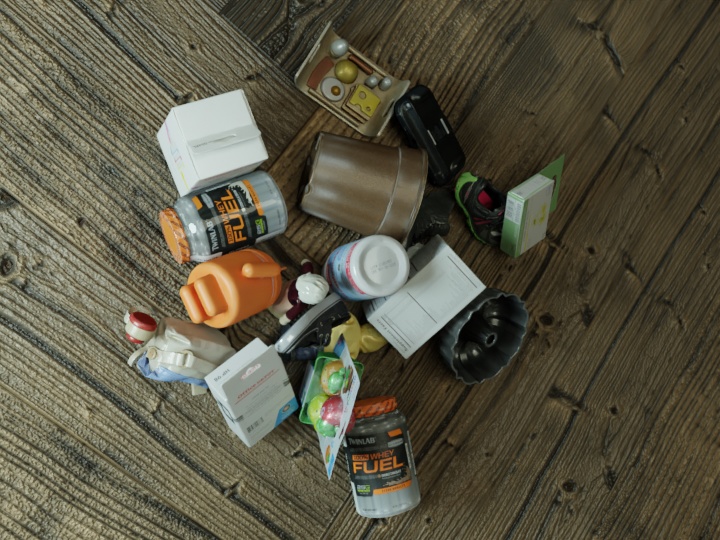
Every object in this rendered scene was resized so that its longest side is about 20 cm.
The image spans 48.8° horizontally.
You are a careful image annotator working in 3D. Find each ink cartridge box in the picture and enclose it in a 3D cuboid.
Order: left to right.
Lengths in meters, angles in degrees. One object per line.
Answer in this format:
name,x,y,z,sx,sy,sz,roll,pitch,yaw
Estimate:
ink cartridge box,-0.252,-0.216,1.348,0.128,0.200,0.125,-22,93,-23
ink cartridge box,-0.185,0.197,1.343,0.116,0.067,0.200,-37,143,-21
ink cartridge box,0.367,-0.132,1.615,0.200,0.048,0.146,-32,139,-32

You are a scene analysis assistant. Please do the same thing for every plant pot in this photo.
plant pot,-0.004,-0.158,1.458,0.198,0.200,0.201,16,79,-13

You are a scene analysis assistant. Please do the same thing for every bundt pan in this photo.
bundt pan,0.230,0.118,1.546,0.202,0.076,0.202,-19,125,-30

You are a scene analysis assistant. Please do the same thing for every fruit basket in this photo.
fruit basket,-0.050,0.225,1.357,0.094,0.200,0.185,14,107,-10

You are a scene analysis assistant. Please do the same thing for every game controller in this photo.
game controller,0.142,-0.270,1.589,0.104,0.042,0.200,-47,116,-34

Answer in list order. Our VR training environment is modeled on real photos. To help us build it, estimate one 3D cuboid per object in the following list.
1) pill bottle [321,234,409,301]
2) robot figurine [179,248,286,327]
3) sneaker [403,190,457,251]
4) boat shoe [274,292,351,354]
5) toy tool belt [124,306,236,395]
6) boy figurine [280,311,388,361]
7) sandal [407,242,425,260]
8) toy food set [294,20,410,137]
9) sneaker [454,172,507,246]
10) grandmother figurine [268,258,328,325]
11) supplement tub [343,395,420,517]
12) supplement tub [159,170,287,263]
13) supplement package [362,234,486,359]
pill bottle,0.000,0.000,1.429,0.109,0.200,0.109,3,83,-22
robot figurine,-0.212,0.028,1.353,0.117,0.144,0.200,32,29,21
sneaker,0.130,-0.091,1.543,0.104,0.060,0.200,23,48,-7
boat shoe,-0.075,0.103,1.365,0.066,0.070,0.200,47,29,3
toy tool belt,-0.317,0.148,1.324,0.200,0.125,0.123,19,106,-41
boy figurine,-0.045,0.122,1.472,0.200,0.064,0.125,-4,90,-24
sandal,0.151,0.006,1.575,0.203,0.050,0.083,37,56,-13
toy food set,-0.014,-0.369,1.537,0.200,0.060,0.144,33,73,-16
sneaker,0.259,-0.114,1.591,0.200,0.084,0.077,46,67,-40
grandmother figurine,-0.106,0.037,1.382,0.060,0.200,0.121,12,81,-21
supplement tub,0.035,0.338,1.451,0.122,0.122,0.200,-11,88,-23
supplement tub,-0.238,-0.090,1.383,0.200,0.123,0.123,-23,94,-22
supplement package,0.114,0.047,1.481,0.200,0.110,0.114,-42,103,6
